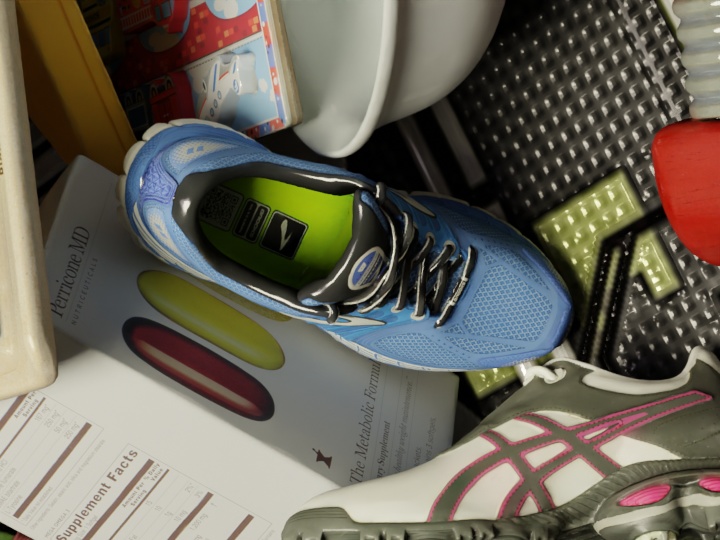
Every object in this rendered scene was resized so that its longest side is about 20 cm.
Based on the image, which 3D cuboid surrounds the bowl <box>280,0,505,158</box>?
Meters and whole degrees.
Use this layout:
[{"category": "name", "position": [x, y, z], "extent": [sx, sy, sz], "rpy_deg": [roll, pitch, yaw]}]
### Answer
[{"category": "bowl", "position": [0.013, -0.151, 0.934], "extent": [0.201, 0.090, 0.203], "rpy_deg": [168, 90, -71]}]

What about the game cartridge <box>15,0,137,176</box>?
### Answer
[{"category": "game cartridge", "position": [-0.164, -0.134, 1.042], "extent": [0.200, 0.032, 0.177], "rpy_deg": [48, 165, 37]}]

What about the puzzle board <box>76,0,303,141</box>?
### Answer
[{"category": "puzzle board", "position": [-0.090, -0.122, 1.035], "extent": [0.200, 0.017, 0.152], "rpy_deg": [-13, 89, 61]}]

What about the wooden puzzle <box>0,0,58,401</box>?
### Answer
[{"category": "wooden puzzle", "position": [-0.198, -0.030, 0.940], "extent": [0.199, 0.046, 0.187], "rpy_deg": [-18, 77, 46]}]

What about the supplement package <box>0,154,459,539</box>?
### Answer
[{"category": "supplement package", "position": [-0.072, 0.065, 0.997], "extent": [0.199, 0.114, 0.110], "rpy_deg": [30, 125, -16]}]

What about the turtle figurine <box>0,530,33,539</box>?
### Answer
[{"category": "turtle figurine", "position": [-0.216, 0.161, 1.194], "extent": [0.193, 0.144, 0.201], "rpy_deg": [23, 132, 12]}]

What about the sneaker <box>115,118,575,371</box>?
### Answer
[{"category": "sneaker", "position": [0.000, 0.000, 0.947], "extent": [0.079, 0.199, 0.089], "rpy_deg": [-71, 20, 6]}]

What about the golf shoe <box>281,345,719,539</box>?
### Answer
[{"category": "golf shoe", "position": [0.064, 0.085, 0.932], "extent": [0.077, 0.198, 0.089], "rpy_deg": [97, 165, -61]}]

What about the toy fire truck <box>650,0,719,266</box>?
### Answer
[{"category": "toy fire truck", "position": [0.142, -0.084, 0.803], "extent": [0.128, 0.199, 0.178], "rpy_deg": [-3, 98, 38]}]
